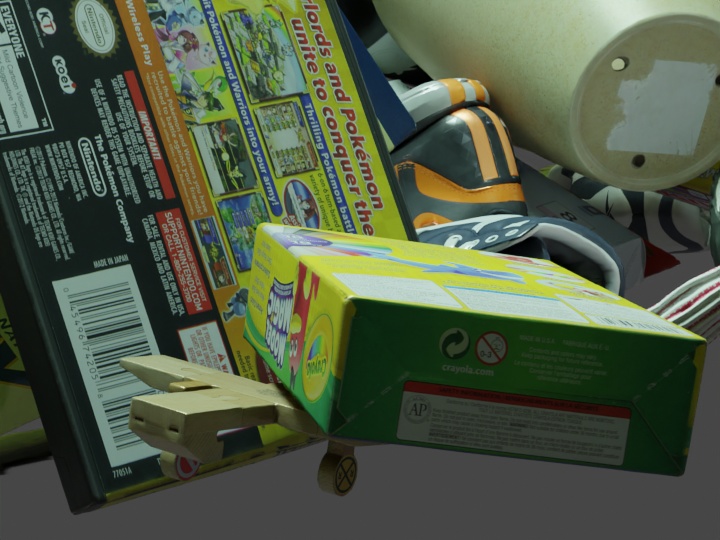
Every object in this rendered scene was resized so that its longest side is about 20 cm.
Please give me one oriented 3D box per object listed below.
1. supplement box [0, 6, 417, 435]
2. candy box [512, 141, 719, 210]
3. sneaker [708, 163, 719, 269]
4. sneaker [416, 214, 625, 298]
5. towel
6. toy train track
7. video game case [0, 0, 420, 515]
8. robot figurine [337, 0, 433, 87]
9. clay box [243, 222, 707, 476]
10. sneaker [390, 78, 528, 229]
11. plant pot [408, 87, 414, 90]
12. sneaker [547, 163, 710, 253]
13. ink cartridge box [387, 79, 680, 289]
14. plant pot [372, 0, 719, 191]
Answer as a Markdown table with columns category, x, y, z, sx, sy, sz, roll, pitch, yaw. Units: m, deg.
| category | x | y | z | sx | sy | sz | roll | pitch | yaw |
| --- | --- | --- | --- | --- | --- | --- | --- | --- | --- |
| supplement box | -0.124 | -0.038 | 0.976 | 0.199 | 0.135 | 0.200 | -25 | 13 | 49 |
| candy box | 0.157 | -0.062 | 1.264 | 0.199 | 0.027 | 0.102 | 20 | 1 | 24 |
| sneaker | 0.240 | -0.032 | 1.084 | 0.199 | 0.075 | 0.079 | -14 | 11 | -41 |
| sneaker | 0.018 | 0.019 | 0.966 | 0.199 | 0.071 | 0.108 | -15 | 10 | -19 |
| towel | 0.166 | -0.020 | 0.875 | 0.146 | 0.030 | 0.200 | -44 | -7 | 16 |
| toy train track | -0.007 | 0.055 | 0.773 | 0.114 | 0.033 | 0.199 | 14 | 9 | 35 |
| video game case | -0.062 | -0.025 | 0.868 | 0.180 | 0.201 | 0.025 | -14 | -9 | -37 |
| robot figurine | 0.031 | -0.171 | 1.276 | 0.199 | 0.125 | 0.150 | 13 | 21 | -48 |
| clay box | 0.028 | 0.021 | 0.756 | 0.114 | 0.048 | 0.200 | 7 | 6 | -12 |
| sneaker | 0.000 | 0.000 | 1.096 | 0.077 | 0.113 | 0.200 | -1 | -26 | -48 |
| plant pot | -0.055 | -0.046 | 1.327 | 0.192 | 0.202 | 0.200 | 4 | 10 | 26 |
| sneaker | 0.180 | -0.054 | 1.429 | 0.129 | 0.080 | 0.199 | 1 | 19 | 23 |
| ink cartridge box | 0.086 | -0.048 | 1.219 | 0.162 | 0.057 | 0.200 | 34 | 26 | 18 |
| plant pot | 0.116 | -0.128 | 1.113 | 0.186 | 0.189 | 0.200 | -11 | 34 | -10 |
